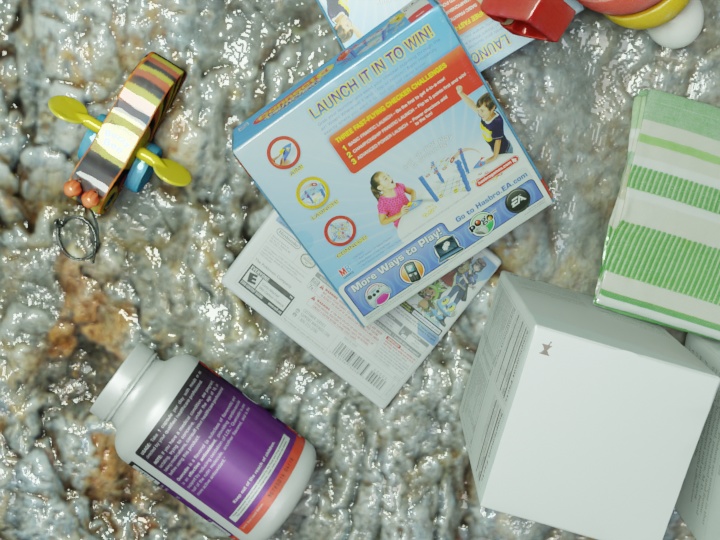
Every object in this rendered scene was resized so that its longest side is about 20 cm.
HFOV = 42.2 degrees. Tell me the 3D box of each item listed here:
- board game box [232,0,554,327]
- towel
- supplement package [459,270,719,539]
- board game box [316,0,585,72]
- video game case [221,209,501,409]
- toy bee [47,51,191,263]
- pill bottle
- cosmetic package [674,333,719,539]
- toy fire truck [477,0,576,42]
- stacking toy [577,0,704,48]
[{"bbox_3d":[0.028,-0.087,0.778,0.198,0.056,0.197,-33,115,8],"label":"board game box"},{"bbox_3d":[0.294,-0.048,0.827,0.150,0.023,0.203,16,82,-3],"label":"towel"},{"bbox_3d":[0.181,0.110,0.799,0.149,0.200,0.153,16,101,-2],"label":"supplement package"},{"bbox_3d":[0.058,-0.260,0.799,0.198,0.056,0.198,-29,100,7],"label":"board game box"},{"bbox_3d":[0.000,0.000,0.871,0.199,0.022,0.183,38,100,-6],"label":"video game case"},{"bbox_3d":[-0.212,-0.090,0.813,0.129,0.109,0.203,9,102,-3],"label":"toy bee"},{"bbox_3d":[-0.145,0.156,0.859,0.199,0.113,0.113,38,100,-7],"label":"pill bottle"},{"bbox_3d":[0.380,0.164,0.807,0.164,0.200,0.169,6,102,-1],"label":"cosmetic package"},{"bbox_3d":[0.094,-0.269,0.690,0.199,0.048,0.142,39,107,36],"label":"toy fire truck"},{"bbox_3d":[0.223,-0.246,0.752,0.146,0.146,0.199,-48,136,9],"label":"stacking toy"}]
